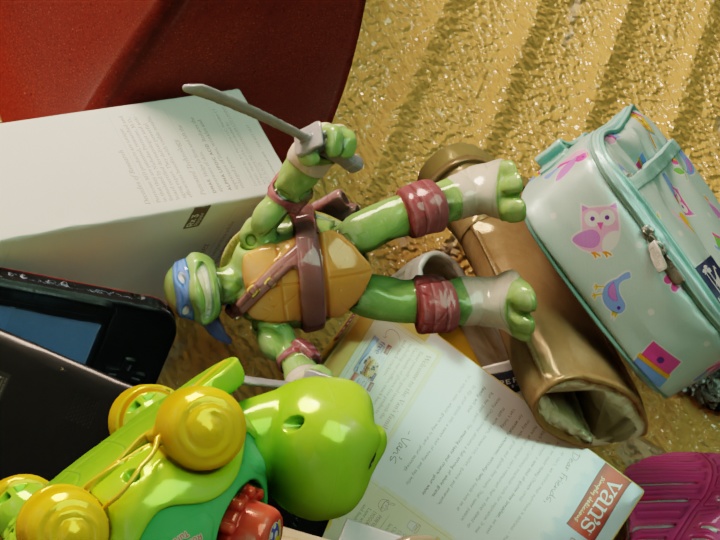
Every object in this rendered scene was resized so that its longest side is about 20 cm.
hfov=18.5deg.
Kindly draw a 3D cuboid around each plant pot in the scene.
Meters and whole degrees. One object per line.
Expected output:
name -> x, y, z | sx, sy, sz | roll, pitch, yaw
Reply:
plant pot -> -0.108, -0.175, 1.311 | 0.200, 0.176, 0.200 | -10, 69, -34

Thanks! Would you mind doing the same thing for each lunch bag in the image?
lunch bag -> 0.170, -0.018, 1.306 | 0.160, 0.077, 0.200 | 56, 17, -1

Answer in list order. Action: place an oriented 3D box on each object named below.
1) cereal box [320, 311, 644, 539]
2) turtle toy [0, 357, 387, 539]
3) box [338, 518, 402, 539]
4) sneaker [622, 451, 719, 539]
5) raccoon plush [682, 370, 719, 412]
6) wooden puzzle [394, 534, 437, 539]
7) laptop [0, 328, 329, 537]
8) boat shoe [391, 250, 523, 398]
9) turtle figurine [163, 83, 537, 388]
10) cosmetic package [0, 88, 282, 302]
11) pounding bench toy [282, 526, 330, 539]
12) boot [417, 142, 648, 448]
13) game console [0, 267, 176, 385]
cereal box -> 0.044, 0.127, 1.272 | 0.200, 0.040, 0.144 | 38, 78, -7
turtle toy -> -0.080, 0.106, 1.020 | 0.200, 0.146, 0.101 | -35, 98, -15
box -> 0.033, 0.249, 1.165 | 0.156, 0.041, 0.200 | 17, 64, 9
sneaker -> 0.194, 0.185, 1.341 | 0.081, 0.088, 0.200 | 2, 32, 16
raccoon plush -> 0.239, 0.011, 1.424 | 0.200, 0.134, 0.097 | 32, 53, -10
wooden puzzle -> 0.037, 0.250, 1.062 | 0.185, 0.046, 0.200 | 39, 58, -43
laptop -> -0.142, 0.151, 1.142 | 0.200, 0.116, 0.187 | 22, 84, 11
boat shoe -> 0.078, 0.078, 1.335 | 0.071, 0.070, 0.200 | -16, 71, -36
turtle figurine -> 0.000, 0.000, 1.168 | 0.194, 0.200, 0.144 | -8, 64, -14
cosmetic package -> -0.151, -0.028, 1.236 | 0.200, 0.113, 0.081 | -14, 62, -34
pounding bench toy -> -0.069, 0.236, 1.075 | 0.200, 0.124, 0.156 | -32, 124, -35
boot -> 0.122, 0.028, 1.336 | 0.175, 0.066, 0.200 | 21, 31, -42
game console -> -0.203, 0.096, 1.138 | 0.200, 0.172, 0.119 | 12, 31, -24
